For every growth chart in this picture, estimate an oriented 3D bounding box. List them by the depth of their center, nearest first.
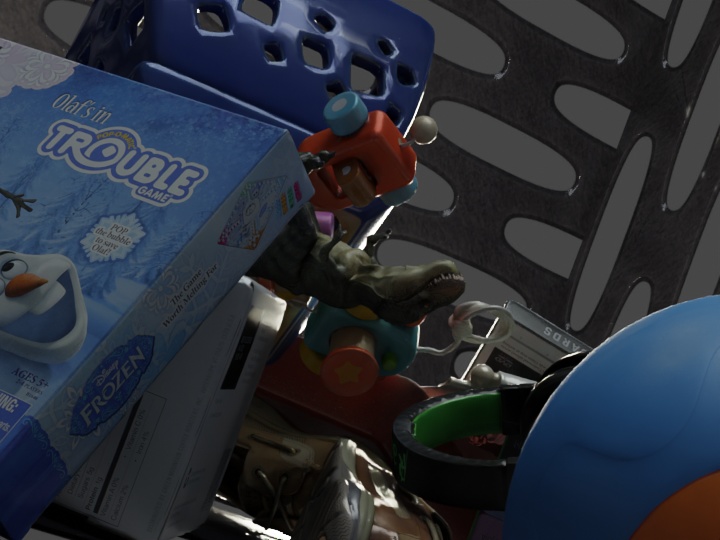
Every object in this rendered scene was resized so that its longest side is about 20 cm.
[{"bbox_3d":[0.087,0.082,1.355,0.144,0.018,0.200,16,-10,-23],"label":"growth chart"}]

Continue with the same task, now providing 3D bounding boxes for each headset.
[{"bbox_3d":[0.115,0.098,1.107,0.198,0.095,0.124,-3,15,3],"label":"headset"}]

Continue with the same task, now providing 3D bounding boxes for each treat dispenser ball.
[{"bbox_3d":[0.155,0.110,0.883,0.200,0.202,0.201,21,-2,1],"label":"treat dispenser ball"}]

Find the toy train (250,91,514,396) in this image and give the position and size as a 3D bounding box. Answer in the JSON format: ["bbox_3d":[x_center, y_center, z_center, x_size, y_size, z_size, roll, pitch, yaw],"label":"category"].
[{"bbox_3d":[0.000,0.000,1.242,0.149,0.056,0.200,-15,-50,22],"label":"toy train"}]

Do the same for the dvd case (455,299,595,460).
[{"bbox_3d":[0.119,0.131,1.481,0.150,0.201,0.025,31,37,4],"label":"dvd case"}]

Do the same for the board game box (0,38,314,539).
[{"bbox_3d":[-0.154,-0.003,0.942,0.199,0.199,0.044,19,-33,36],"label":"board game box"}]

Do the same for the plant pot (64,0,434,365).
[{"bbox_3d":[-0.083,-0.069,1.349,0.199,0.200,0.181,23,40,-17],"label":"plant pot"}]

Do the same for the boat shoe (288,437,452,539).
[{"bbox_3d":[0.005,0.136,1.110,0.071,0.076,0.200,25,7,-4],"label":"boat shoe"}]

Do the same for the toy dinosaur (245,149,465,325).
[{"bbox_3d":[-0.036,-0.024,1.173,0.199,0.089,0.047,11,25,41],"label":"toy dinosaur"}]

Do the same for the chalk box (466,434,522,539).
[{"bbox_3d":[0.133,0.163,1.269,0.124,0.125,0.200,21,-1,24],"label":"chalk box"}]

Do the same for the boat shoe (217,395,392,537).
[{"bbox_3d":[-0.043,0.134,1.362,0.064,0.072,0.199,-21,26,-34],"label":"boat shoe"}]

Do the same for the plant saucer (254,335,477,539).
[{"bbox_3d":[0.004,0.127,1.430,0.199,0.037,0.200,20,-32,49],"label":"plant saucer"}]

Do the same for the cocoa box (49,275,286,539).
[{"bbox_3d":[-0.124,0.047,1.100,0.130,0.134,0.200,21,-2,3],"label":"cocoa box"}]
